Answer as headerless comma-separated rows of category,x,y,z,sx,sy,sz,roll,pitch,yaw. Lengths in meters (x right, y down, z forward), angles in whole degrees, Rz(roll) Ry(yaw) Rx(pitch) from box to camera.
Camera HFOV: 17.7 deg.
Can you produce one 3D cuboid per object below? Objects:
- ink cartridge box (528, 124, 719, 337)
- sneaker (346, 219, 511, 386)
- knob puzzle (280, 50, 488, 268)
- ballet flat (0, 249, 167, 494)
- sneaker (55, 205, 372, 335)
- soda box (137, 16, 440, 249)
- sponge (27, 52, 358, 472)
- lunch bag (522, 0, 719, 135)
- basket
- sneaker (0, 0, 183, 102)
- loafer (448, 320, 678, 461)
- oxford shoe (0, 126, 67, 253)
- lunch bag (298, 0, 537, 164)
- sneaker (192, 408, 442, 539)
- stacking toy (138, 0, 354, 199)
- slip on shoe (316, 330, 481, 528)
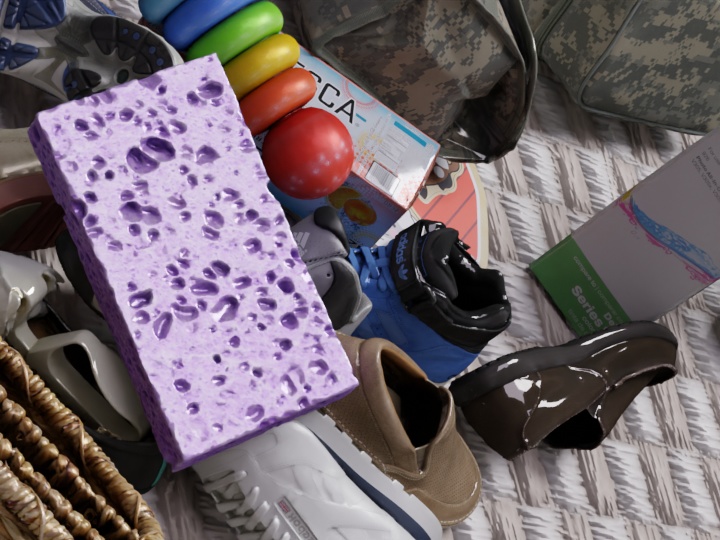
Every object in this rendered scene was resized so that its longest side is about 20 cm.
ink cartridge box,0.236,-0.040,1.574,0.088,0.200,0.145,54,38,5
sneaker,0.000,-0.001,1.386,0.200,0.111,0.077,30,41,-23
knob puzzle,0.019,-0.075,1.530,0.219,0.030,0.220,25,45,-27
ballet flat,-0.171,0.036,1.226,0.200,0.068,0.068,44,41,-7
sneaker,-0.069,-0.005,1.289,0.200,0.115,0.075,30,24,-44
soda box,-0.053,-0.097,1.426,0.200,0.068,0.064,35,51,-8
sponge,-0.089,-0.006,1.226,0.111,0.030,0.200,-21,83,-26
lunch bag,0.205,-0.206,1.731,0.200,0.139,0.168,6,39,-44
basket,-0.181,0.085,1.114,0.200,0.149,0.143,48,39,-1
sneaker,-0.167,-0.128,1.344,0.200,0.077,0.085,38,4,27
loafer,0.137,0.083,1.494,0.200,0.073,0.072,-12,78,-42
oxford shoe,-0.149,-0.061,1.328,0.200,0.071,0.074,-5,56,-48
lunch bag,0.039,-0.180,1.517,0.200,0.117,0.164,40,25,-52
sneaker,-0.041,0.127,1.271,0.200,0.076,0.081,38,60,-20
stacking toy,-0.068,-0.131,1.346,0.200,0.085,0.085,55,39,1
slip on shoe,0.029,0.091,1.332,0.200,0.060,0.076,46,41,-45
